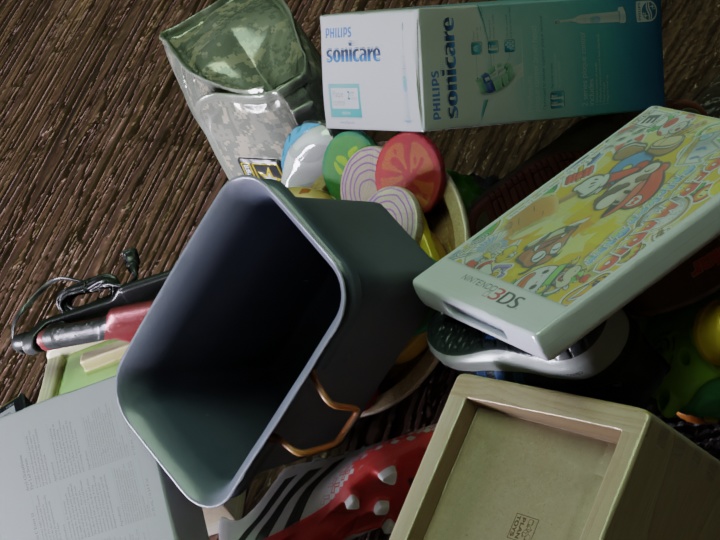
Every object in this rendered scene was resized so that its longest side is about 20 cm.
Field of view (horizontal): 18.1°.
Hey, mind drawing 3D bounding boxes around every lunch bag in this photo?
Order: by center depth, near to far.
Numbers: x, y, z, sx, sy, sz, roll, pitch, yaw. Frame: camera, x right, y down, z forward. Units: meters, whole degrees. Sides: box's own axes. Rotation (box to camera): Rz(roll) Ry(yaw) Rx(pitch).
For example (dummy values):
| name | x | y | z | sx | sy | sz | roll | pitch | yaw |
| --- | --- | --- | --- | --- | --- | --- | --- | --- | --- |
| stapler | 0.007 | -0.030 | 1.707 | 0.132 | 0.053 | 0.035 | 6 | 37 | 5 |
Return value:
| name | x | y | z | sx | sy | sz | roll | pitch | yaw |
| --- | --- | --- | --- | --- | --- | --- | --- | --- | --- |
| lunch bag | -0.061 | -0.112 | 1.782 | 0.117 | 0.165 | 0.200 | -32 | 32 | -6 |

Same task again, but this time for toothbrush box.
| name | x | y | z | sx | sy | sz | roll | pitch | yaw |
| --- | --- | --- | --- | --- | --- | --- | --- | --- | --- |
| toothbrush box | 0.091 | -0.146 | 1.578 | 0.199 | 0.086 | 0.146 | -6 | 7 | -29 |

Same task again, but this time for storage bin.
| name | x | y | z | sx | sy | sz | roll | pitch | yaw |
| --- | --- | --- | --- | --- | --- | --- | --- | --- | --- |
| storage bin | -0.036 | 0.046 | 1.444 | 0.146 | 0.134 | 0.201 | 48 | 122 | 27 |

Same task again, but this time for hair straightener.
| name | x | y | z | sx | sy | sz | roll | pitch | yaw |
| --- | --- | --- | --- | --- | --- | --- | --- | --- | --- |
| hair straightener | -0.175 | 0.024 | 1.631 | 0.199 | 0.041 | 0.077 | -17 | 38 | 33 |

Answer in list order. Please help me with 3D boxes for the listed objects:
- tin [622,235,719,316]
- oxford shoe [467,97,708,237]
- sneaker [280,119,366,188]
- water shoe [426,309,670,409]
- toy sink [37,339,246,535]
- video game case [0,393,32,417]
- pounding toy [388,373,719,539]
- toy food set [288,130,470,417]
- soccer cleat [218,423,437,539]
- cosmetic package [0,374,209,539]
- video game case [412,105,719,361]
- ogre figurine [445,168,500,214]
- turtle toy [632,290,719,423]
| name | x | y | z | sx | sy | sz | roll | pitch | yaw |
| --- | --- | --- | --- | --- | --- | --- | --- | --- | --- |
| tin | 0.178 | -0.028 | 1.387 | 0.112 | 0.042 | 0.200 | -37 | 20 | -6 |
| oxford shoe | 0.154 | -0.065 | 1.612 | 0.199 | 0.071 | 0.074 | -24 | 22 | -19 |
| sneaker | -0.039 | -0.025 | 1.670 | 0.075 | 0.201 | 0.087 | 17 | 47 | -4 |
| water shoe | 0.110 | 0.051 | 1.381 | 0.072 | 0.079 | 0.200 | -54 | 24 | -10 |
| toy sink | -0.156 | 0.098 | 1.651 | 0.130 | 0.112 | 0.201 | -19 | 36 | 22 |
| video game case | -0.316 | 0.203 | 1.742 | 0.180 | 0.026 | 0.200 | -32 | 34 | 4 |
| pounding toy | 0.114 | 0.154 | 1.338 | 0.199 | 0.142 | 0.185 | 9 | 70 | 49 |
| toy food set | 0.000 | 0.000 | 1.552 | 0.198 | 0.048 | 0.201 | -42 | 51 | 30 |
| soccer cleat | -0.013 | 0.148 | 1.503 | 0.199 | 0.069 | 0.085 | -34 | 37 | 9 |
| cosmetic package | -0.177 | 0.182 | 1.513 | 0.150 | 0.052 | 0.201 | -19 | 78 | 21 |
| video game case | 0.145 | -0.028 | 1.345 | 0.200 | 0.023 | 0.182 | -35 | 20 | -12 |
| ogre figurine | 0.035 | 0.000 | 1.622 | 0.120 | 0.098 | 0.200 | -11 | 27 | 50 |
| turtle toy | 0.247 | 0.022 | 1.394 | 0.200 | 0.101 | 0.146 | -48 | 16 | -23 |
